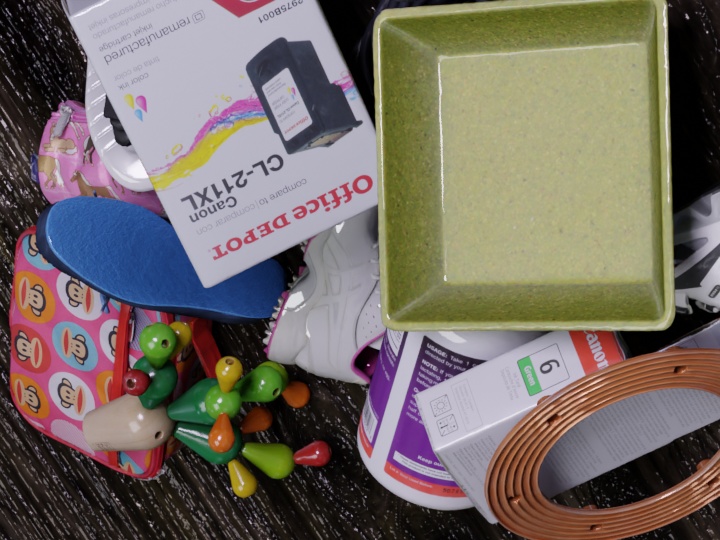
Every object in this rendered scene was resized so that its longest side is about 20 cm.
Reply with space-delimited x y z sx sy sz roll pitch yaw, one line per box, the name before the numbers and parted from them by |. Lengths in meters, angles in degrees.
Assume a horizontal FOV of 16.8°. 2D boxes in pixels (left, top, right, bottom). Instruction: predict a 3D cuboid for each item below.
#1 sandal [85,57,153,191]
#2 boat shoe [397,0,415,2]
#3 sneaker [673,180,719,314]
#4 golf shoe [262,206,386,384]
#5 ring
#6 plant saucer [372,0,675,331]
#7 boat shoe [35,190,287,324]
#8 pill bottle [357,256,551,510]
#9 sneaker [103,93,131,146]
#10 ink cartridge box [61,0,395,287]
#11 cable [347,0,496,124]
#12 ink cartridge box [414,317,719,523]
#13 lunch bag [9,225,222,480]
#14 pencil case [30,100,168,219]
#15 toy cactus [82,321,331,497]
sandal | -0.153 -0.151 1.704 0.082 0.050 0.203 -12 75 6
boat shoe | 0.046 -0.195 1.492 0.200 0.075 0.062 13 106 30
sneaker | 0.206 0.000 1.504 0.200 0.074 0.089 -24 96 46
golf shoe | 0.000 0.000 1.692 0.091 0.075 0.200 28 133 5
ring | 0.172 0.109 1.536 0.201 0.200 0.019 116 145 -42
plant saucer | 0.106 -0.064 1.484 0.199 0.048 0.201 -1 92 31
boat shoe | -0.149 0.005 1.737 0.200 0.084 0.069 24 161 -30
pill bottle | 0.070 0.057 1.626 0.112 0.112 0.200 33 131 21
sneaker | -0.162 -0.143 1.622 0.200 0.077 0.111 25 100 13
ink cartridge box | -0.079 -0.112 1.534 0.200 0.145 0.083 64 179 -22
cable | 0.073 -0.122 1.562 0.200 0.051 0.164 22 127 30
ink cartridge box | 0.147 0.080 1.546 0.109 0.200 0.050 53 -166 -51
lunch bag | -0.181 0.058 1.866 0.176 0.082 0.200 26 130 22
pencil case | -0.143 -0.078 1.749 0.200 0.086 0.083 6 85 37
toy cactus | -0.125 0.110 1.777 0.165 0.200 0.103 -15 61 26
